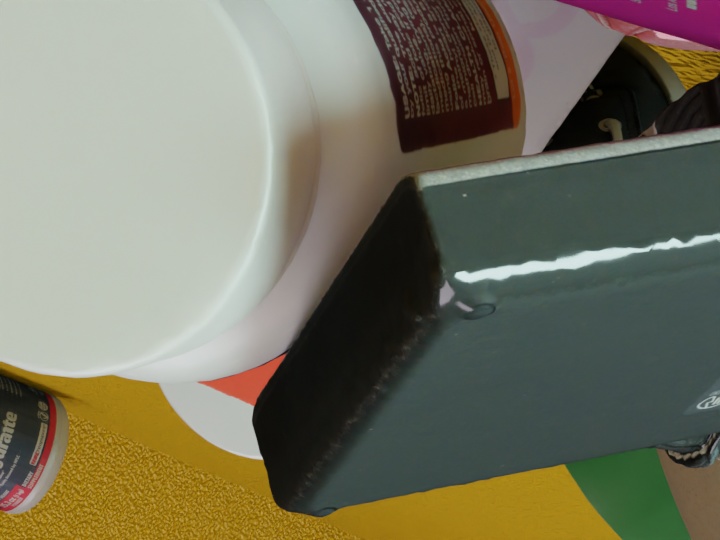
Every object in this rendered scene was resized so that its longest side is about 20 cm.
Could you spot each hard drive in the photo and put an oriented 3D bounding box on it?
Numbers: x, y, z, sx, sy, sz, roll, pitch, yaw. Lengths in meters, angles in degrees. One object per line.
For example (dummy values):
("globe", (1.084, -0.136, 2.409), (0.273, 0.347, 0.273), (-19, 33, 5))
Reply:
("hard drive", (0.086, 0.005, 0.630), (0.199, 0.033, 0.140), (-10, 160, -21))

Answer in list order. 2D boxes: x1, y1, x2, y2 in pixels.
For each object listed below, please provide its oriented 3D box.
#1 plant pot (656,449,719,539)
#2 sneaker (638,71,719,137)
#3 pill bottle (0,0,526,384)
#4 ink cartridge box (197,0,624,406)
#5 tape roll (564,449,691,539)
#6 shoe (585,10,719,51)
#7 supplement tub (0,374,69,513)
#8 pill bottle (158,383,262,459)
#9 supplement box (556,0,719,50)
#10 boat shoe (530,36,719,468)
("plant pot", (0.167, 0.016, 0.912), (0.135, 0.200, 0.200), (48, 174, 9))
("sneaker", (0.166, -0.029, 0.759), (0.199, 0.077, 0.085), (-18, 163, 27))
("pill bottle", (-0.035, -0.034, 0.677), (0.114, 0.115, 0.200), (17, -170, 14))
("ink cartridge box", (-0.028, -0.051, 0.829), (0.162, 0.200, 0.057), (25, -166, -32))
("tape roll", (0.162, 0.054, 1.072), (0.200, 0.201, 0.048), (22, 129, -19))
("shoe", (0.039, -0.108, 0.730), (0.199, 0.072, 0.091), (16, 167, 2))
("supplement tub", (-0.434, 0.174, 3.020), (0.199, 0.141, 0.140), (24, 169, -29))
("pill bottle", (0.000, 0.000, 1.051), (0.112, 0.113, 0.200), (16, -159, 19))
("supplement box", (0.038, -0.120, 0.576), (0.199, 0.102, 0.103), (18, 172, 9))
("boat shoe", (0.075, -0.017, 0.862), (0.060, 0.076, 0.200), (4, -149, -23))
